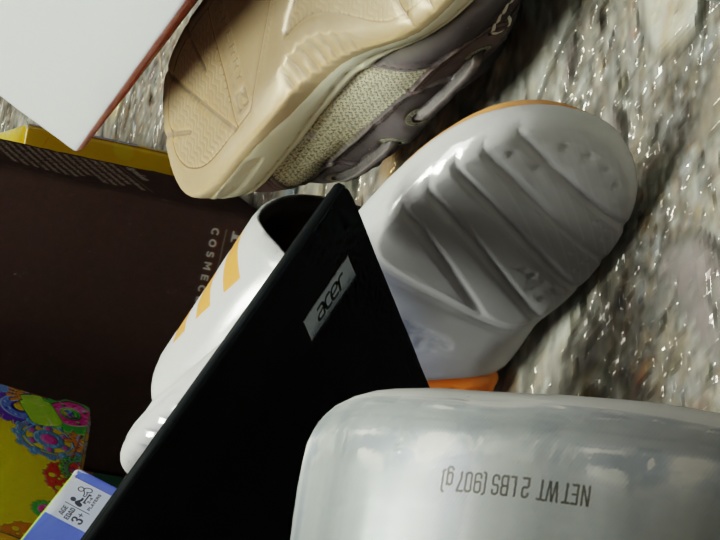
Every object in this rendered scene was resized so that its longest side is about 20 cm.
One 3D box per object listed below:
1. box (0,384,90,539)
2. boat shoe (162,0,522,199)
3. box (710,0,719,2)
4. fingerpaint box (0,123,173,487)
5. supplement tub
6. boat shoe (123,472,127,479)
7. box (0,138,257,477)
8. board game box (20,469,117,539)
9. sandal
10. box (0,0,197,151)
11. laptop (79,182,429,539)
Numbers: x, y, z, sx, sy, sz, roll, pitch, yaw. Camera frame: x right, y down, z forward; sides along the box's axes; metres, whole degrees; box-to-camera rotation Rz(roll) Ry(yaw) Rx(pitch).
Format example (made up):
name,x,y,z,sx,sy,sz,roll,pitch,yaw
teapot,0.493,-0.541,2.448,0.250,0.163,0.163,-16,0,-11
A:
name,x,y,z,sx,sy,sz,roll,pitch,yaw
box,-0.207,0.122,0.899,0.122,0.199,0.193,-90,18,-63
boat shoe,0.013,-0.080,0.819,0.200,0.065,0.072,-43,56,47
box,0.025,-0.189,0.644,0.199,0.199,0.172,-108,33,-57
fingerpaint box,-0.137,0.035,1.166,0.200,0.073,0.168,174,106,-70
supplement tub,0.036,0.129,0.540,0.122,0.122,0.201,160,120,-68
boat shoe,-0.066,0.140,0.915,0.201,0.071,0.063,-69,23,12
box,-0.139,0.005,0.995,0.075,0.199,0.101,-147,70,-67
board game box,-0.110,0.166,0.752,0.200,0.045,0.135,-53,-17,-39
sandal,0.008,0.002,0.783,0.207,0.079,0.059,-44,36,44
box,-0.053,-0.156,0.883,0.200,0.097,0.124,-56,6,-32
laptop,-0.054,0.107,0.734,0.200,0.103,0.177,-39,12,52
